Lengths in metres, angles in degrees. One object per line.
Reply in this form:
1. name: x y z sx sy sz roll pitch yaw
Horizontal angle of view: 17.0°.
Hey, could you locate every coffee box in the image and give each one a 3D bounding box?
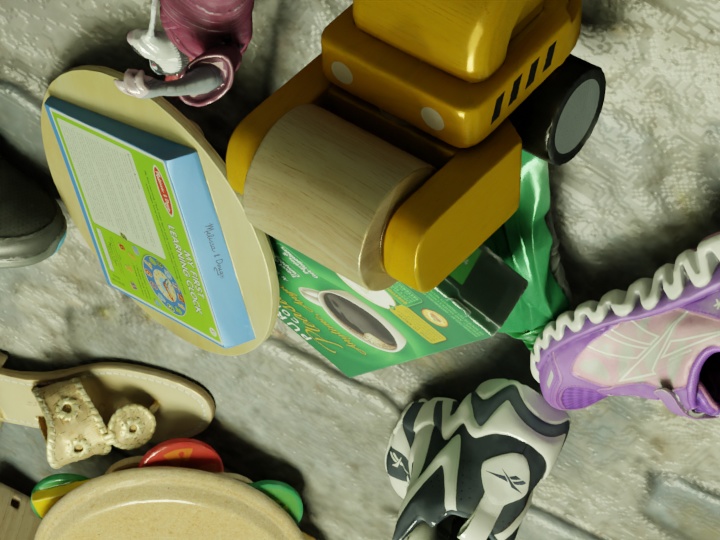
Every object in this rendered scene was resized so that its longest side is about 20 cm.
1. coffee box: 0.000 0.000 1.402 0.123 0.044 0.200 39 158 -12

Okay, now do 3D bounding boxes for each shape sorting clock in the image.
1. shape sorting clock: -0.119 -0.036 1.438 0.200 0.039 0.200 39 149 29

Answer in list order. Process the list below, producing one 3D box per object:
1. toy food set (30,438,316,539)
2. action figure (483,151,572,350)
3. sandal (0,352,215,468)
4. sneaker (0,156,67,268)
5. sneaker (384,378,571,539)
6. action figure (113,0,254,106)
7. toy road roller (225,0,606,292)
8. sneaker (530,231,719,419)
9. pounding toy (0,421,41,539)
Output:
1. toy food set: -0.129 0.195 1.680 0.200 0.049 0.198 -12 132 13
2. action figure: 0.075 -0.023 1.386 0.118 0.055 0.200 -2 136 25
3. sandal: -0.208 0.106 1.646 0.211 0.070 0.078 9 137 17
4. sneaker: -0.268 -0.071 1.485 0.200 0.073 0.082 29 138 -7
5. sneaker: 0.050 0.150 1.502 0.079 0.130 0.199 36 154 -17
6. action figure: -0.080 -0.165 1.303 0.149 0.134 0.200 -17 157 -17
7. toy road roller: 0.030 -0.102 1.214 0.123 0.200 0.146 29 146 26
8. sneaker: 0.177 0.049 1.371 0.080 0.089 0.200 0 158 -41
9. pounding toy: -0.285 0.236 1.757 0.142 0.184 0.200 32 141 -27
